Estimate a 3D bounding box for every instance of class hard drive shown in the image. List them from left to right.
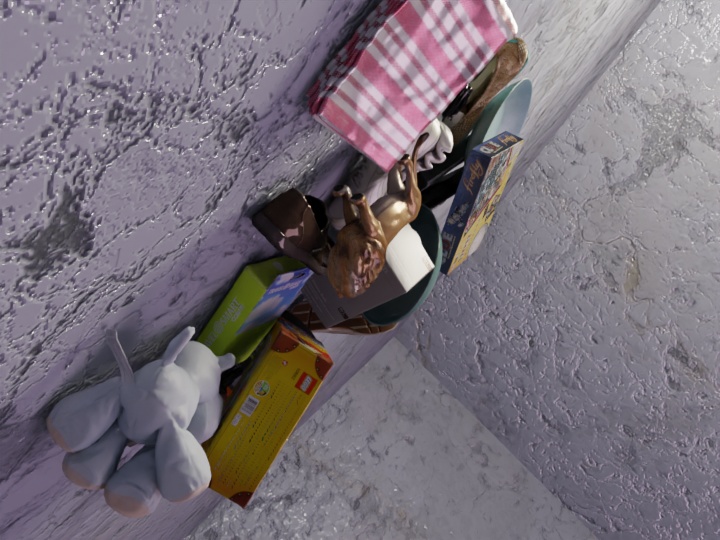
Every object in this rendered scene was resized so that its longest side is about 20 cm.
[{"bbox_3d":[0.106,-0.156,0.947,0.139,0.033,0.199,-31,-175,45],"label":"hard drive"}]

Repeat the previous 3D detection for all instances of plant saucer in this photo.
[{"bbox_3d":[0.066,-0.006,0.894,0.036,0.201,0.201,22,119,-31],"label":"plant saucer"},{"bbox_3d":[0.212,-0.215,0.916,0.201,0.038,0.203,-47,155,-30],"label":"plant saucer"}]

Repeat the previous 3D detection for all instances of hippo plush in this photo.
[{"bbox_3d":[-0.226,0.140,0.619,0.161,0.156,0.204,-83,171,-79],"label":"hippo plush"}]

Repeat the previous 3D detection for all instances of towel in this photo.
[{"bbox_3d":[0.055,-0.194,0.538,0.200,0.030,0.146,-45,146,16],"label":"towel"}]

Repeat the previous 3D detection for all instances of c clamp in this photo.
[{"bbox_3d":[-0.245,0.189,0.769,0.198,0.027,0.171,-30,179,-12],"label":"c clamp"}]

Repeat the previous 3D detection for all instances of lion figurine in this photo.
[{"bbox_3d":[0.028,-0.065,0.670,0.199,0.072,0.124,-40,130,-25],"label":"lion figurine"}]

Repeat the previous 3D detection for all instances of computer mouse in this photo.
[{"bbox_3d":[0.094,-0.198,0.801,0.058,0.034,0.200,-38,174,-38],"label":"computer mouse"}]

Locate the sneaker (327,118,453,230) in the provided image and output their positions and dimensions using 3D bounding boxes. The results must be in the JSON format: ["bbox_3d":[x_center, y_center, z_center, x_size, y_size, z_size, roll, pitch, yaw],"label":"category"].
[{"bbox_3d":[0.024,-0.135,0.744,0.199,0.076,0.081,-41,139,15],"label":"sneaker"}]

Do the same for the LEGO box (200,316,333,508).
[{"bbox_3d":[-0.125,0.172,0.736,0.202,0.077,0.149,-58,-171,-3],"label":"LEGO box"}]

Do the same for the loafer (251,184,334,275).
[{"bbox_3d":[-0.059,-0.047,0.682,0.071,0.073,0.200,-46,169,3],"label":"loafer"}]

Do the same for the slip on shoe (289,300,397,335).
[{"bbox_3d":[-0.030,0.082,1.037,0.196,0.078,0.061,-5,180,-1],"label":"slip on shoe"}]

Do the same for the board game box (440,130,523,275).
[{"bbox_3d":[0.180,-0.105,0.885,0.135,0.034,0.202,-33,147,-50],"label":"board game box"}]

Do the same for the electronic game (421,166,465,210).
[{"bbox_3d":[0.129,-0.133,1.039,0.198,0.042,0.200,-30,-173,4],"label":"electronic game"}]

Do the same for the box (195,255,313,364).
[{"bbox_3d":[-0.146,0.055,0.766,0.201,0.048,0.122,-51,169,22],"label":"box"}]

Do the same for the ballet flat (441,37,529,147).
[{"bbox_3d":[0.159,-0.261,0.830,0.064,0.071,0.200,8,142,-27],"label":"ballet flat"}]

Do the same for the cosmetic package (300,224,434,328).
[{"bbox_3d":[0.000,0.000,0.838,0.090,0.108,0.199,-37,-176,-40],"label":"cosmetic package"}]

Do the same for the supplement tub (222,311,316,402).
[{"bbox_3d":[-0.166,0.166,0.930,0.200,0.107,0.107,-48,169,8],"label":"supplement tub"}]
